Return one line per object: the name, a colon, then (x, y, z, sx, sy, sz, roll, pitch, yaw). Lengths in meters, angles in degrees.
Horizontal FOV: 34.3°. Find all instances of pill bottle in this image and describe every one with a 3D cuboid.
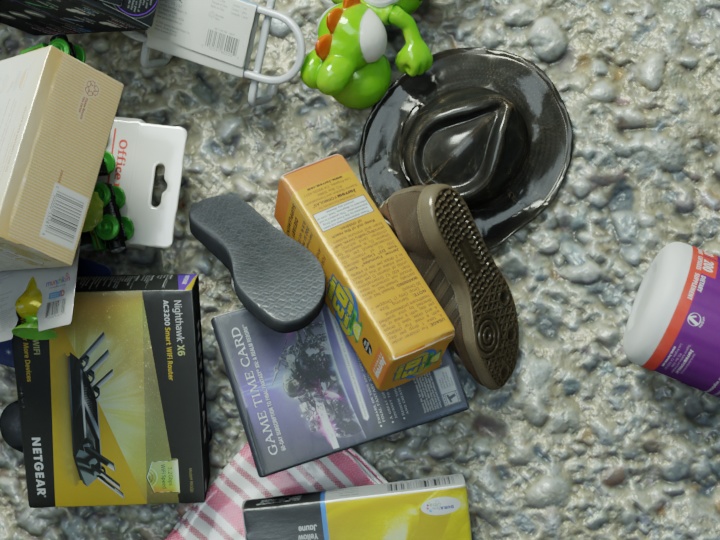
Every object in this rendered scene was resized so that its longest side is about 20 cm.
pill bottle: (0.334, 0.059, 0.993, 0.199, 0.112, 0.113, 21, 88, 5)

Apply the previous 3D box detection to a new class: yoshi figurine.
yoshi figurine: (0.021, -0.227, 1.054, 0.112, 0.112, 0.200, 43, 76, -22)

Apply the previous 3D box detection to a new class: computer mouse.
computer mouse: (-0.236, 0.145, 1.071, 0.199, 0.034, 0.059, 0, 86, 4)

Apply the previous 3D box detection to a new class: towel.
towel: (-0.076, 0.233, 1.055, 0.146, 0.030, 0.200, 41, 90, 6)

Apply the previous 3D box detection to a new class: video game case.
video game case: (-0.016, 0.083, 1.023, 0.199, 0.019, 0.143, -16, 81, -19)

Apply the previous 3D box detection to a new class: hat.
hat: (0.093, -0.114, 1.038, 0.200, 0.081, 0.202, 0, 85, 5)

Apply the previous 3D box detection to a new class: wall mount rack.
wall mount rack: (-0.121, -0.249, 1.040, 0.199, 0.075, 0.174, 21, 111, 14)

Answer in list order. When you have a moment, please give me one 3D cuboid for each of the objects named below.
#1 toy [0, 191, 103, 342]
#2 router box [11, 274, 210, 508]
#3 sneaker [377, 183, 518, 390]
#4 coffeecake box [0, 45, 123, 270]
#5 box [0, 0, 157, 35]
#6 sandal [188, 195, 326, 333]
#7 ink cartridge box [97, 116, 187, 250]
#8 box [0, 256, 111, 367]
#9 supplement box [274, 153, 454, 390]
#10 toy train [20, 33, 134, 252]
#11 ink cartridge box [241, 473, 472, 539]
toy: (-0.248, -0.037, 0.959, 0.115, 0.047, 0.201, -14, 61, 37)
router box: (-0.216, 0.106, 1.021, 0.156, 0.052, 0.201, -2, 106, -1)
sneaker: (0.079, 0.013, 1.032, 0.075, 0.070, 0.201, 0, 118, 44)
coffeecake box: (-0.294, -0.082, 0.936, 0.199, 0.073, 0.154, -2, 69, 43)
box: (-0.266, -0.280, 1.014, 0.199, 0.106, 0.123, 9, 85, 45)
sandal: (-0.087, -0.004, 1.018, 0.076, 0.200, 0.043, -16, 127, -21)
ink cartridge box: (-0.255, -0.082, 1.070, 0.199, 0.067, 0.117, 7, 87, 6)
box: (-0.330, 0.024, 1.055, 0.199, 0.032, 0.122, 16, 117, 1)
supplement box: (0.000, 0.000, 1.004, 0.069, 0.067, 0.200, -24, 65, -23)
toy train: (-0.250, -0.108, 1.018, 0.056, 0.042, 0.201, -17, 85, 14)
ink cartridge box: (0.004, 0.289, 1.017, 0.197, 0.047, 0.201, -7, 92, -1)
